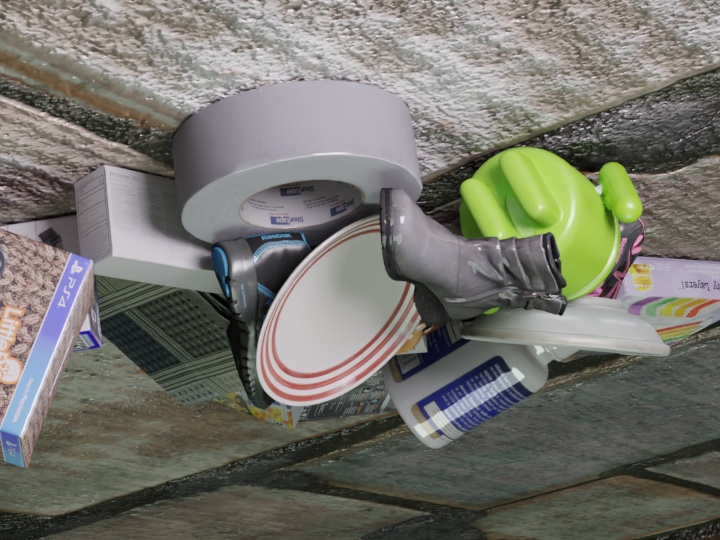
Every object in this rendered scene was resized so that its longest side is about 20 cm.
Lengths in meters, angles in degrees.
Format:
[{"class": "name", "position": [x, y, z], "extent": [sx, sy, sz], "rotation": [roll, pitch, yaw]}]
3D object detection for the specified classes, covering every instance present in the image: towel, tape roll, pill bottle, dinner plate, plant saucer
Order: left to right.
[{"class": "towel", "position": [-0.172, 0.049, 1.680], "extent": [0.193, 0.035, 0.200], "rotation": [43, 147, -21]}, {"class": "tape roll", "position": [-0.052, -0.082, 1.465], "extent": [0.199, 0.066, 0.200], "rotation": [-8, 162, -3]}, {"class": "dinner plate", "position": [-0.013, 0.030, 1.531], "extent": [0.200, 0.024, 0.201], "rotation": [-28, 140, -26]}, {"class": "pill bottle", "position": [0.133, 0.094, 1.928], "extent": [0.200, 0.120, 0.120], "rotation": [-31, 155, 14]}, {"class": "plant saucer", "position": [0.196, 0.050, 1.712], "extent": [0.199, 0.051, 0.200], "rotation": [6, 177, 0]}]

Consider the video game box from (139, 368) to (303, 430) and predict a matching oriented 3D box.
[{"class": "video game box", "position": [-0.146, 0.091, 1.829], "extent": [0.181, 0.047, 0.200], "rotation": [22, 162, 8]}]

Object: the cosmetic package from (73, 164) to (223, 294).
[{"class": "cosmetic package", "position": [-0.151, -0.030, 1.549], "extent": [0.199, 0.083, 0.051], "rotation": [11, 155, -43]}]

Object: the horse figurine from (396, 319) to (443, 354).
[{"class": "horse figurine", "position": [0.006, 0.040, 1.646], "extent": [0.199, 0.050, 0.133], "rotation": [2, 148, -18]}]

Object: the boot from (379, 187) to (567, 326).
[{"class": "boot", "position": [0.096, -0.018, 1.467], "extent": [0.131, 0.070, 0.200], "rotation": [-6, 157, 17]}]

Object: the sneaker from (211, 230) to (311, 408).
[{"class": "sneaker", "position": [-0.074, 0.046, 1.545], "extent": [0.082, 0.073, 0.200], "rotation": [-16, 142, -11]}]

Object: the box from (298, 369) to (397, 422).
[{"class": "box", "position": [-0.002, 0.120, 2.087], "extent": [0.158, 0.049, 0.200], "rotation": [-6, 160, -10]}]

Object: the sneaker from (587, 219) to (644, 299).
[{"class": "sneaker", "position": [0.247, -0.006, 1.803], "extent": [0.095, 0.079, 0.200], "rotation": [-34, 159, -9]}]

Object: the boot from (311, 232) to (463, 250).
[{"class": "boot", "position": [0.000, 0.000, 1.703], "extent": [0.150, 0.073, 0.200], "rotation": [16, 143, -40]}]

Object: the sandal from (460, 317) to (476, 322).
[{"class": "sandal", "position": [0.141, 0.003, 1.790], "extent": [0.200, 0.048, 0.076], "rotation": [-10, 135, -59]}]

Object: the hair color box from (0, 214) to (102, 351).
[{"class": "hair color box", "position": [-0.333, 0.024, 1.578], "extent": [0.199, 0.110, 0.065], "rotation": [-9, 161, 2]}]

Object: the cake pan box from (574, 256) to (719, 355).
[{"class": "cake pan box", "position": [0.305, 0.042, 2.000], "extent": [0.183, 0.053, 0.200], "rotation": [6, 156, -30]}]

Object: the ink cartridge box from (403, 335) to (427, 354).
[{"class": "ink cartridge box", "position": [0.004, 0.042, 1.820], "extent": [0.199, 0.068, 0.115], "rotation": [-6, 161, 6]}]

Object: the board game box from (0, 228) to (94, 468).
[{"class": "board game box", "position": [-0.337, 0.045, 1.456], "extent": [0.199, 0.160, 0.097], "rotation": [19, 158, -1]}]

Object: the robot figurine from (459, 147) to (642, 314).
[{"class": "robot figurine", "position": [0.162, -0.039, 1.601], "extent": [0.175, 0.116, 0.200], "rotation": [-36, 153, 13]}]
